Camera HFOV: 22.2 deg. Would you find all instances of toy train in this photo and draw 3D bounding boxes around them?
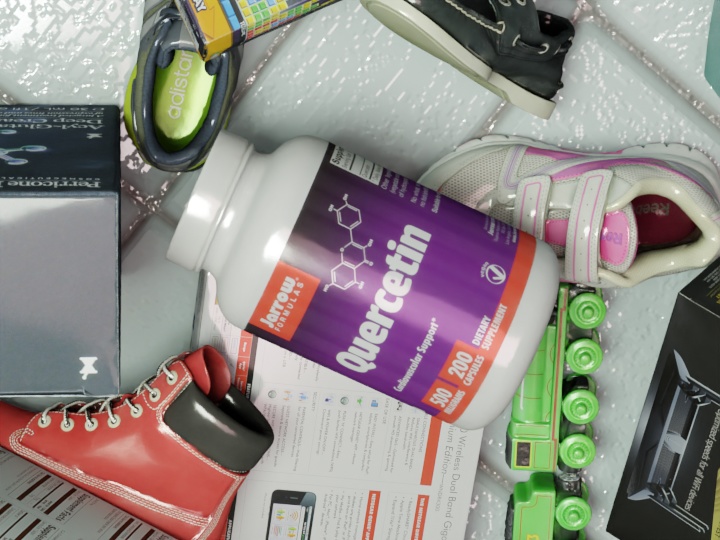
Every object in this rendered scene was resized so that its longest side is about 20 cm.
[{"bbox_3d":[0.117,0.095,1.126,0.056,0.042,0.202,2,107,3],"label":"toy train"}]

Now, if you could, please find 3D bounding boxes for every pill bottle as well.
[{"bbox_3d":[0.000,0.000,0.995,0.199,0.113,0.113,24,103,-4],"label":"pill bottle"}]

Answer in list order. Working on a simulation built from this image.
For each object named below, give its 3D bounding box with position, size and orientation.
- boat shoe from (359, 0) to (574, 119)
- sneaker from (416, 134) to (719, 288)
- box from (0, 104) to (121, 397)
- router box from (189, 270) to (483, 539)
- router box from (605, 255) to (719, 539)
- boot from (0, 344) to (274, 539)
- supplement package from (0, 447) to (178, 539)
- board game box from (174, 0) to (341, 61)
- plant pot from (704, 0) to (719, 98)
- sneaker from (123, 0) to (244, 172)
[{"bbox_3d":[0.067,-0.136,0.984,0.199,0.074,0.066,21,101,-56],"label":"boat shoe"},{"bbox_3d":[0.123,-0.033,1.059,0.198,0.088,0.082,-6,108,-6],"label":"sneaker"},{"bbox_3d":[-0.199,-0.016,0.963,0.147,0.200,0.108,0,108,-8],"label":"box"},{"bbox_3d":[-0.018,0.096,1.101,0.178,0.049,0.202,7,106,-10],"label":"router box"},{"bbox_3d":[0.237,0.113,1.057,0.157,0.052,0.201,33,135,25],"label":"router box"},{"bbox_3d":[-0.152,0.080,1.045,0.199,0.072,0.145,29,110,3],"label":"boot"},{"bbox_3d":[-0.220,0.204,0.970,0.199,0.147,0.192,27,101,3],"label":"supplement package"},{"bbox_3d":[-0.048,-0.233,0.949,0.164,0.057,0.201,-25,90,-7],"label":"board game box"},{"bbox_3d":[0.282,-0.166,1.016,0.140,0.142,0.201,19,111,-13],"label":"plant pot"},{"bbox_3d":[-0.085,-0.145,1.000,0.073,0.081,0.202,5,104,-10],"label":"sneaker"}]
